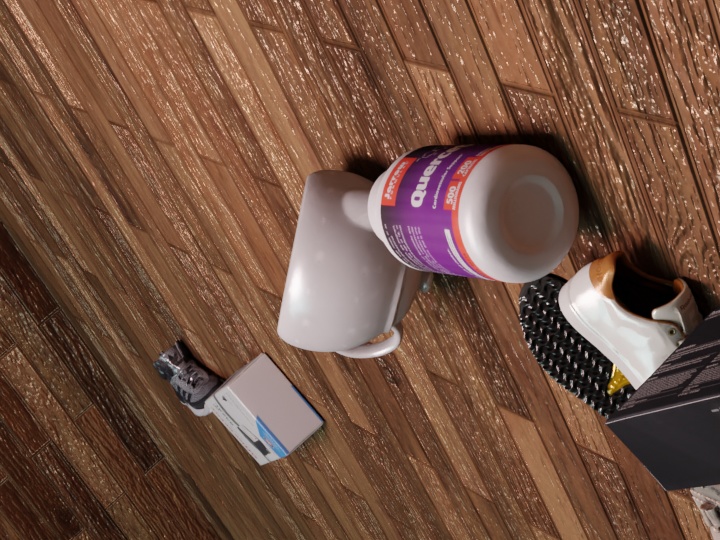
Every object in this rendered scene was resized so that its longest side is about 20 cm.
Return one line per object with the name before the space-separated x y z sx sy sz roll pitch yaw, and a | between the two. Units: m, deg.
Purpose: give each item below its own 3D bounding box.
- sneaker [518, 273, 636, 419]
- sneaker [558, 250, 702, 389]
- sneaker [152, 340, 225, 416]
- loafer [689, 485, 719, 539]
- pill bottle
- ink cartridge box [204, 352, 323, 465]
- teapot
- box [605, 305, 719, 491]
sneaker | 0.218 0.078 1.233 0.200 0.070 0.090 44 -158 7
sneaker | 0.256 0.063 1.145 0.200 0.073 0.085 39 139 -2
sneaker | -0.302 0.187 2.501 0.114 0.075 0.200 52 162 -18
loafer | 0.332 0.223 1.206 0.200 0.063 0.072 37 175 -33
pill bottle | 0.087 -0.051 1.219 0.113 0.112 0.200 56 158 -21
ink cartridge box | -0.156 0.223 2.258 0.145 0.084 0.200 48 160 -2
teapot | 0.000 0.000 1.445 0.146 0.198 0.200 11 -177 -4
box | 0.284 0.078 1.013 0.079 0.141 0.200 47 160 -3
